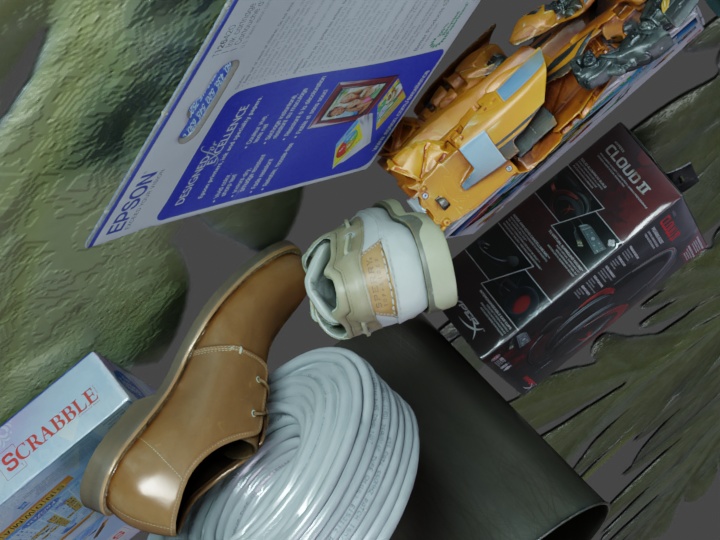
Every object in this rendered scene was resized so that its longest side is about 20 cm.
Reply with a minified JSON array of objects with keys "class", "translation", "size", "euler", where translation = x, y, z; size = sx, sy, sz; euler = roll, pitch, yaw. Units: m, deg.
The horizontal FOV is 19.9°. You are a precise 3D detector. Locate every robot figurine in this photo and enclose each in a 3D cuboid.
[{"class":"robot figurine","translation":[0.096,-0.111,1.107],"size":[0.200,0.058,0.145],"euler":[-43,-162,1]}]

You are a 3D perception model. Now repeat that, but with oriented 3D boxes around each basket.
[{"class":"basket","translation":[0.055,0.135,1.422],"size":[0.136,0.200,0.181],"euler":[-25,158,-33]}]

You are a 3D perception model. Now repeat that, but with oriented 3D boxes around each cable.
[{"class":"cable","translation":[-0.050,0.139,1.189],"size":[0.200,0.069,0.200],"euler":[-47,-158,7]}]

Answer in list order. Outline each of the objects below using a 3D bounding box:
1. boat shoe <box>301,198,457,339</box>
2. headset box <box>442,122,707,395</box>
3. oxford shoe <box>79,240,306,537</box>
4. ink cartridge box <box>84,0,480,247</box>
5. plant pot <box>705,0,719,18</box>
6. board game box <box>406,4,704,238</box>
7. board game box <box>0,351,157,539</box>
[{"class":"boat shoe","translation":[0.000,0.000,1.181],"size":[0.068,0.075,0.200],"euler":[-14,179,-10]},{"class":"headset box","translation":[0.157,-0.011,1.462],"size":[0.200,0.075,0.149],"euler":[-39,160,4]},{"class":"oxford shoe","translation":[-0.076,0.070,1.181],"size":[0.200,0.071,0.071],"euler":[-57,159,-24]},{"class":"ink cartridge box","translation":[-0.030,-0.107,0.980],"size":[0.200,0.047,0.198],"euler":[-16,152,-43]},{"class":"plant pot","translation":[0.256,-0.200,1.073],"size":[0.200,0.200,0.188],"euler":[-34,175,-11]},{"class":"board game box","translation":[0.121,-0.096,1.233],"size":[0.200,0.035,0.126],"euler":[-42,174,10]},{"class":"board game box","translation":[-0.194,0.145,1.248],"size":[0.200,0.041,0.200],"euler":[-39,160,0]}]
